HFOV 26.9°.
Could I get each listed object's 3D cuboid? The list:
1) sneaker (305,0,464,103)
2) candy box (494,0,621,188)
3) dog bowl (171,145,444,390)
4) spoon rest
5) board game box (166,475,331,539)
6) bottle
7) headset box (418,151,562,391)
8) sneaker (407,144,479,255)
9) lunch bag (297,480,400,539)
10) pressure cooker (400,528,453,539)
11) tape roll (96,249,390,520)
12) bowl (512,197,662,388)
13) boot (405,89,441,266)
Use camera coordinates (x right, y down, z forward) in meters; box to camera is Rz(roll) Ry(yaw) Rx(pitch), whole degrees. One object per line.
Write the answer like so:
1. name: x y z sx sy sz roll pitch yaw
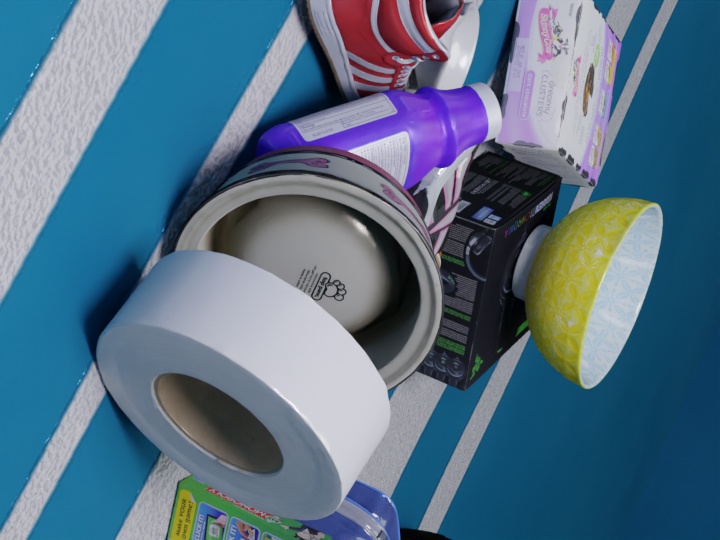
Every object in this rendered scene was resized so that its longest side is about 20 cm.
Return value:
1. sneaker: 0.036 -0.177 1.179 0.200 0.111 0.072 53 45 -65
2. candy box: 0.214 -0.192 1.604 0.200 0.071 0.169 23 77 -68
3. dog bowl: -0.034 -0.002 1.093 0.074 0.198 0.201 -76 172 -55
4. spoon rest: 0.068 -0.201 1.312 0.100 0.060 0.200 -69 157 -1
5. board game box: -0.107 0.284 1.231 0.029 0.134 0.202 -21 127 -61
6. bottle: 0.016 -0.097 1.168 0.199 0.065 0.084 -21 147 -23
7. headset box: 0.119 0.004 1.564 0.174 0.092 0.201 -35 140 -53
8. sneaker: 0.048 -0.062 1.249 0.201 0.080 0.087 -57 150 -33
9. lunch bag: -0.035 0.276 1.386 0.133 0.135 0.201 -52 153 -35
10. pressure cooker: 0.075 0.415 1.716 0.175 0.178 0.202 18 94 -33
11. tape roll: -0.081 0.081 1.031 0.071 0.201 0.203 -56 154 -31
12. bowl: 0.219 0.009 1.529 0.200 0.107 0.201 -47 149 -41
13. boot: 0.049 -0.073 1.367 0.108 0.074 0.201 -63 156 -27
